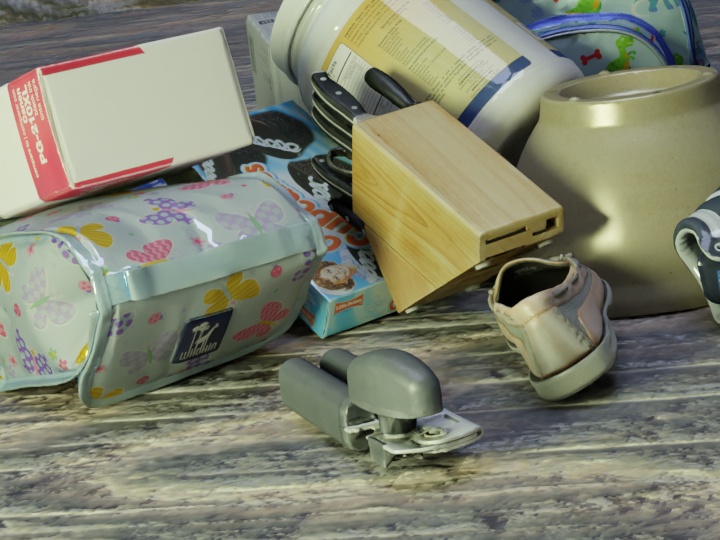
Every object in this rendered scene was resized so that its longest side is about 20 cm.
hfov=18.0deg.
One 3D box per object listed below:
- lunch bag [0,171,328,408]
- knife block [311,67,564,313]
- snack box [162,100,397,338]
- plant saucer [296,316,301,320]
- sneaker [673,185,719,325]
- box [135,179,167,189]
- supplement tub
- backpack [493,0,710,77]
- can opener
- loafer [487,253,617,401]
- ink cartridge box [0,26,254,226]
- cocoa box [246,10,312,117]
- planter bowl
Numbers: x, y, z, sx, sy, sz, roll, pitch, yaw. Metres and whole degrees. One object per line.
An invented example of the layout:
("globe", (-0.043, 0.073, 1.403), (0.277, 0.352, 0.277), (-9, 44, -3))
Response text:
("lunch bag", (-0.138, 0.010, 1.446), (0.169, 0.128, 0.200), (-18, 4, -34))
("knife block", (0.036, -0.071, 1.456), (0.064, 0.176, 0.200), (-20, -6, -24))
("snack box", (-0.037, -0.039, 1.566), (0.116, 0.037, 0.200), (-20, 48, -34))
("plant saucer", (0.000, 0.000, 1.584), (0.199, 0.019, 0.070), (-14, 36, -19))
("sneaker", (0.274, -0.002, 1.346), (0.108, 0.070, 0.200), (-35, 40, -21))
("box", (-0.193, -0.024, 1.660), (0.200, 0.048, 0.122), (-33, 20, -12))
("supplement tub", (0.047, -0.136, 1.607), (0.200, 0.145, 0.144), (40, 38, 23))
("backpack", (0.175, -0.144, 1.715), (0.182, 0.201, 0.147), (-6, 13, 10))
("can opener", (0.006, 0.062, 1.249), (0.053, 0.067, 0.200), (-13, 14, -20))
("loafer", (0.109, 0.016, 1.347), (0.072, 0.063, 0.200), (-33, 13, 6))
("ink cartridge box", (-0.188, -0.090, 1.520), (0.144, 0.085, 0.200), (-17, 1, -34))
("cocoa box", (-0.016, -0.148, 1.909), (0.131, 0.134, 0.200), (-8, 14, -6))
("planter bowl", (0.187, -0.061, 1.503), (0.199, 0.135, 0.200), (-8, 13, 2))
